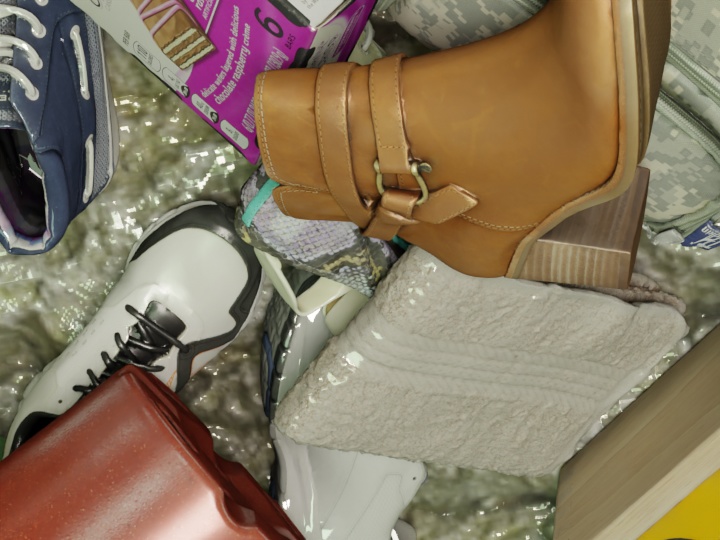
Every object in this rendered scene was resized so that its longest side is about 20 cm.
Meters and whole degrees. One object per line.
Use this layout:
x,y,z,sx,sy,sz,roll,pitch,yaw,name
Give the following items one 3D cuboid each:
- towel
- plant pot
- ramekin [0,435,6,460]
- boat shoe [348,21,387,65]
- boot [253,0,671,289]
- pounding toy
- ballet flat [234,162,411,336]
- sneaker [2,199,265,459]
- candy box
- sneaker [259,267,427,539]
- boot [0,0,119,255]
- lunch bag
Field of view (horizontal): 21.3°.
0.065,0.047,0.926,0.199,0.035,0.133,11,129,-42,towel
-0.132,0.163,0.918,0.195,0.201,0.201,-42,105,-2,plant pot
-0.271,0.177,1.070,0.199,0.098,0.201,4,117,7,ramekin
-0.023,-0.099,0.909,0.199,0.072,0.062,26,112,-3,boat shoe
0.036,-0.069,0.733,0.154,0.077,0.200,11,151,10,boot
0.228,0.141,0.948,0.200,0.142,0.184,39,116,-11,pounding toy
0.000,0.000,0.909,0.072,0.072,0.200,-24,149,19,ballet flat
-0.118,0.049,0.994,0.074,0.080,0.200,36,115,-8,sneaker
-0.088,-0.153,0.816,0.200,0.061,0.136,42,156,4,candy box
-0.009,0.081,1.007,0.087,0.075,0.201,-4,123,-2,sneaker
-0.161,-0.111,0.912,0.072,0.090,0.201,-7,116,12,boot
0.116,-0.118,0.802,0.200,0.140,0.168,37,135,-8,lunch bag
